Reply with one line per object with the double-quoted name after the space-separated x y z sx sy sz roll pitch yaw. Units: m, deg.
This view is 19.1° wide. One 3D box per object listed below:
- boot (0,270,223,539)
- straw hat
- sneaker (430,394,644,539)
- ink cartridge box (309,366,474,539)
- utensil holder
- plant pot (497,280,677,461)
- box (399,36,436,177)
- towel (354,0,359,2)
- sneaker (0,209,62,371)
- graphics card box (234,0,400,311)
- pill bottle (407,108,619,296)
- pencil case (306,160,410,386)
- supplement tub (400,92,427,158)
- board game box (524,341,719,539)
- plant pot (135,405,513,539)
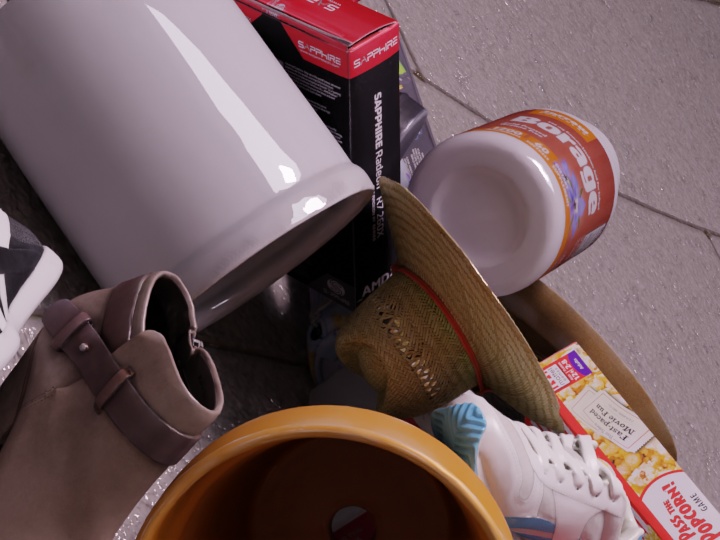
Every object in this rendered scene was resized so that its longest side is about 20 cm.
-0.127 0.099 1.033 0.070 0.146 0.200 27 37 -48 "boot"
0.032 0.043 1.262 0.201 0.085 0.201 53 -6 8 "straw hat"
0.101 0.119 1.223 0.077 0.081 0.200 62 5 36 "sneaker"
0.062 0.158 1.362 0.200 0.083 0.145 40 28 -27 "ink cartridge box"
-0.114 -0.080 1.257 0.200 0.170 0.170 56 25 5 "utensil holder"
0.152 0.077 1.569 0.200 0.027 0.200 48 -11 12 "plant pot"
0.042 -0.076 1.624 0.110 0.035 0.200 74 0 -55 "box"
-0.117 -0.188 1.387 0.145 0.200 0.022 59 -10 13 "towel"
-0.225 0.008 1.077 0.112 0.073 0.200 45 18 -12 "sneaker"
-0.034 -0.084 1.342 0.125 0.200 0.051 27 45 33 "graphics card box"
0.114 -0.054 1.490 0.112 0.112 0.200 56 25 3 "pill bottle"
0.000 0.000 1.458 0.090 0.083 0.200 14 40 -16 "pencil case"
-0.054 -0.137 1.445 0.200 0.107 0.107 36 25 5 "supplement tub"
0.186 0.167 1.464 0.200 0.046 0.152 52 -18 31 "board game box"
-0.013 0.158 1.133 0.200 0.200 0.183 52 9 -5 "plant pot"
